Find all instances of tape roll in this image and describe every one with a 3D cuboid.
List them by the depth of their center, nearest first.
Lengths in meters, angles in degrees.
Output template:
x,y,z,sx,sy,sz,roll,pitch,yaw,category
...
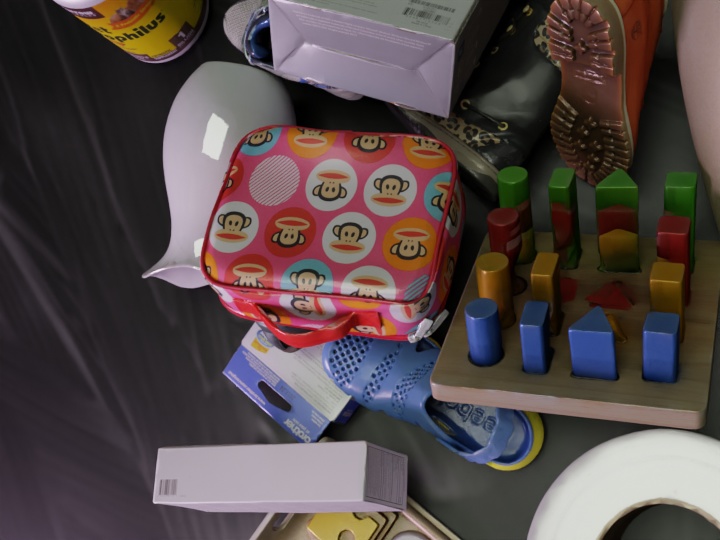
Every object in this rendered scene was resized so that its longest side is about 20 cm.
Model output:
x,y,z,sx,sy,sz,roll,pitch,yaw,category
0.228,0.221,0.792,0.200,0.139,0.205,-4,77,20,tape roll

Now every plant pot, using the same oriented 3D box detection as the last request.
x,y,z,sx,sy,sz,roll,pitch,yaw,category
0.325,-0.121,0.818,0.185,0.187,0.203,2,92,20,plant pot

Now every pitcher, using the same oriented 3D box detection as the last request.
x,y,z,sx,sy,sz,roll,pitch,yaw,category
-0.104,-0.078,0.986,0.170,0.121,0.203,9,86,23,pitcher

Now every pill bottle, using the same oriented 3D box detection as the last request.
x,y,z,sx,sy,sz,roll,pitch,yaw,category
-0.232,-0.281,1.031,0.108,0.200,0.111,-4,78,20,pill bottle

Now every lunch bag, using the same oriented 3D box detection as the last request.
x,y,z,sx,sy,sz,roll,pitch,yaw,category
-0.022,-0.021,0.857,0.198,0.082,0.178,7,64,16,lunch bag

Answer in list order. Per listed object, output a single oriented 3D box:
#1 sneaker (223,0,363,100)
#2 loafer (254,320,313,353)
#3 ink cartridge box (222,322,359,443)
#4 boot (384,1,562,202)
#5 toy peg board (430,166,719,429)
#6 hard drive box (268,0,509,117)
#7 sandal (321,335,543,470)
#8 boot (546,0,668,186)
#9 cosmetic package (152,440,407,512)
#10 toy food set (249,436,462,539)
x,y,z,sx,sy,sz,roll,pitch,yaw,category
-0.073,-0.215,0.982,0.199,0.085,0.078,29,109,44,sneaker
0.000,0.000,0.929,0.199,0.063,0.072,-30,49,-5,loafer
-0.022,0.047,0.974,0.119,0.042,0.201,37,91,22,ink cartridge box
0.101,-0.173,0.955,0.150,0.073,0.200,-43,59,2,boot
0.167,0.005,0.822,0.198,0.099,0.200,3,38,21,toy peg board
0.036,-0.233,0.891,0.154,0.077,0.201,18,52,15,hard drive box
0.058,0.099,0.889,0.198,0.087,0.080,23,92,11,sandal
0.207,-0.158,0.871,0.075,0.201,0.107,27,58,30,boot
-0.067,0.172,0.900,0.198,0.082,0.051,-6,69,26,cosmetic package
0.003,0.256,0.911,0.199,0.060,0.144,36,93,23,toy food set
